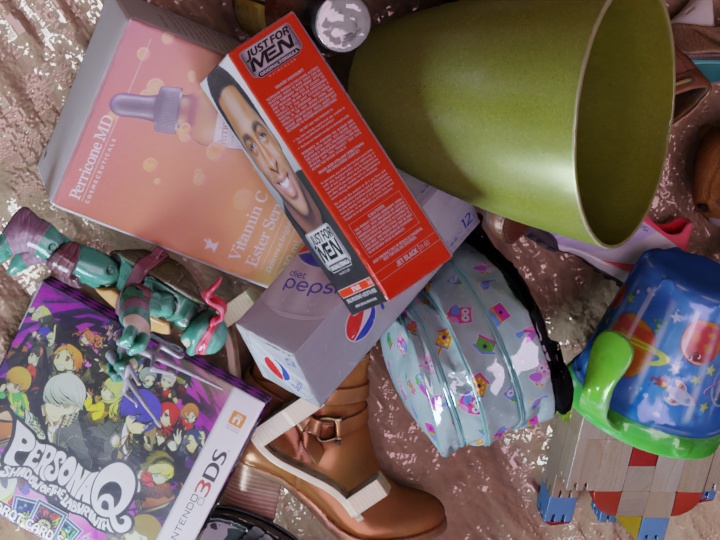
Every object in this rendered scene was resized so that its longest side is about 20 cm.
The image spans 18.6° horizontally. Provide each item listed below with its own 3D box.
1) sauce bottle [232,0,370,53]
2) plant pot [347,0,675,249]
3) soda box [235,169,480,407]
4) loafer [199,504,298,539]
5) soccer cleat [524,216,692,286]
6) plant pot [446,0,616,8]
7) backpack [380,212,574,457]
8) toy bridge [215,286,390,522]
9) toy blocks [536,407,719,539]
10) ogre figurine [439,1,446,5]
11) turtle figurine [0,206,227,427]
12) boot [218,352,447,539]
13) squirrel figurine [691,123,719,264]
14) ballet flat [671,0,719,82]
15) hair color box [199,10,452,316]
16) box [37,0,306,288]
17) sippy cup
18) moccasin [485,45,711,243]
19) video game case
[{"bbox_3d":[-0.041,-0.185,1.575,0.065,0.200,0.067,-4,105,-16],"label":"sauce bottle"},{"bbox_3d":[0.098,-0.122,1.559,0.198,0.187,0.189,9,111,28],"label":"plant pot"},{"bbox_3d":[0.000,0.000,1.628,0.200,0.063,0.068,-49,142,-20],"label":"soda box"},{"bbox_3d":[-0.053,0.258,1.722,0.200,0.063,0.072,40,90,-6],"label":"loafer"},{"bbox_3d":[0.177,-0.045,1.754,0.199,0.068,0.074,26,99,-25],"label":"soccer cleat"},{"bbox_3d":[0.091,-0.268,1.611,0.198,0.187,0.189,-5,110,1],"label":"plant pot"},{"bbox_3d":[0.083,0.060,1.691,0.126,0.200,0.168,-27,113,-4],"label":"backpack"},{"bbox_3d":[-0.056,0.113,1.705,0.067,0.027,0.201,-33,95,10],"label":"toy bridge"},{"bbox_3d":[0.235,0.164,1.833,0.198,0.100,0.138,2,119,-15],"label":"toy blocks"},{"bbox_3d":[0.107,-0.146,1.691,0.198,0.098,0.121,16,122,-3],"label":"ogre figurine"},{"bbox_3d":[-0.170,0.028,1.603,0.199,0.150,0.101,32,68,8],"label":"turtle figurine"},{"bbox_3d":[-0.011,0.134,1.765,0.198,0.077,0.157,12,104,-8],"label":"boot"},{"bbox_3d":[0.360,-0.066,1.776,0.187,0.141,0.200,44,79,-13],"label":"squirrel figurine"},{"bbox_3d":[0.297,-0.183,1.734,0.198,0.068,0.073,0,78,5],"label":"ballet flat"},{"bbox_3d":[-0.026,-0.071,1.528,0.061,0.101,0.201,-34,92,-17],"label":"hair color box"},{"bbox_3d":[-0.119,-0.095,1.637,0.199,0.106,0.153,20,102,-20],"label":"box"},{"bbox_3d":[0.243,0.058,1.724,0.139,0.178,0.131,20,111,-4],"label":"sippy cup"},{"bbox_3d":[0.178,-0.089,1.654,0.201,0.078,0.074,-37,149,-12],"label":"moccasin"},{"bbox_3d":[-0.195,0.131,1.691,0.199,0.036,0.182,29,99,2],"label":"video game case"}]
